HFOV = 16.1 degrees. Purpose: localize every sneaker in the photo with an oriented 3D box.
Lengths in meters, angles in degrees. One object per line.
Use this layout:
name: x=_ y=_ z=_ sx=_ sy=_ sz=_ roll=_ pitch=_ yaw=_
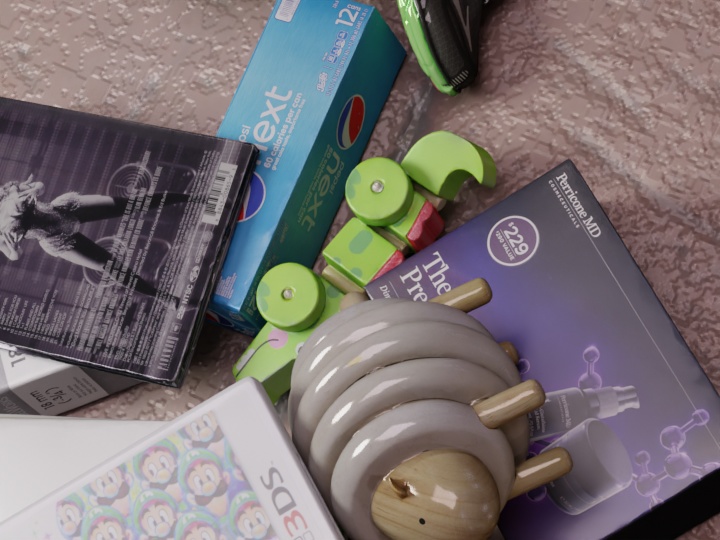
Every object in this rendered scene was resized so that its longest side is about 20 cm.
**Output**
sneaker: x=0.071 y=-0.201 z=1.515 sx=0.083 sy=0.077 sz=0.201 roll=3 pitch=73 yaw=22

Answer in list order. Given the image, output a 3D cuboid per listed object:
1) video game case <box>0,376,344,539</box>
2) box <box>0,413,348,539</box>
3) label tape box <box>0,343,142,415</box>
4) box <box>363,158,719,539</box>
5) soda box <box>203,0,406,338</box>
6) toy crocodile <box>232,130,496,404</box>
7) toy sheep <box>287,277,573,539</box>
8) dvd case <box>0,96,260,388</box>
video game case: x=-0.098 y=0.178 z=1.272 sx=0.200 sy=0.024 sz=0.182 roll=-31 pitch=67 yaw=3
box: x=-0.124 y=0.193 z=1.381 sx=0.199 sy=0.171 sz=0.200 roll=0 pitch=71 yaw=17
label tape box: x=-0.220 y=0.020 z=1.533 sx=0.199 sy=0.063 sz=0.145 roll=-22 pitch=66 yaw=9
box: x=0.112 y=0.062 z=1.409 sx=0.141 sy=0.079 sz=0.200 roll=-31 pitch=65 yaw=2
soda box: x=-0.047 y=-0.063 z=1.506 sx=0.064 sy=0.068 sz=0.201 roll=19 pitch=78 yaw=24
toy crocodile: x=0.000 y=0.000 z=1.469 sx=0.062 sy=0.068 sz=0.200 roll=38 pitch=85 yaw=24
toy sheep: x=0.026 y=0.075 z=1.325 sx=0.138 sy=0.138 sz=0.200 roll=-31 pitch=35 yaw=5
dvd case: x=-0.170 y=-0.021 z=1.486 sx=0.199 sy=0.016 sz=0.149 roll=11 pitch=74 yaw=22
